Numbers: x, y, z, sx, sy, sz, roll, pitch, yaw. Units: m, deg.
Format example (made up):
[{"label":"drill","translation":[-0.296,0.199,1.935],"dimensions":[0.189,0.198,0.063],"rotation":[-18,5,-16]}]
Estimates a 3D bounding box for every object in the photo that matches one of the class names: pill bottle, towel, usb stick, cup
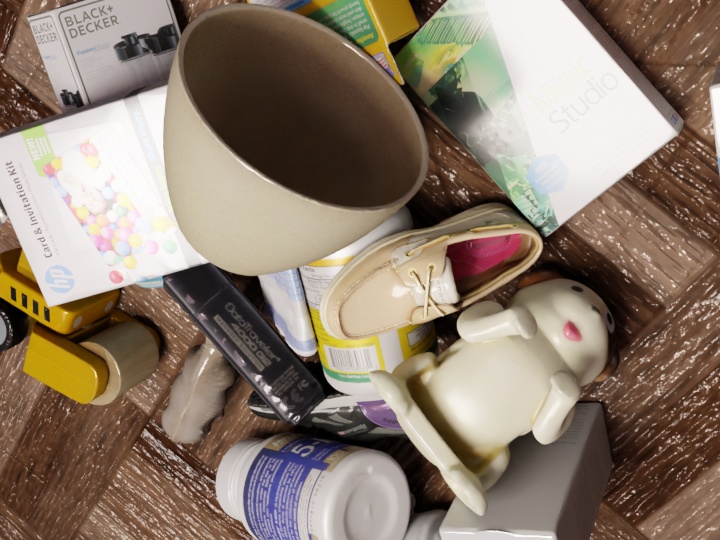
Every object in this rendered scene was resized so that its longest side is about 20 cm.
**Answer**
[{"label":"pill bottle","translation":[0.000,0.000,0.876],"dimensions":[0.112,0.113,0.202],"rotation":[-2,114,27]},{"label":"towel","translation":[-0.088,-0.028,0.904],"dimensions":[0.024,0.147,0.202],"rotation":[-18,109,-14]},{"label":"usb stick","translation":[-0.114,0.063,0.943],"dimensions":[0.200,0.055,0.033],"rotation":[47,165,8]},{"label":"pill bottle","translation":[-0.057,0.231,0.998],"dimensions":[0.199,0.119,0.121],"rotation":[1,117,46]},{"label":"cup","translation":[-0.069,-0.078,0.734],"dimensions":[0.200,0.200,0.143],"rotation":[41,130,2]}]

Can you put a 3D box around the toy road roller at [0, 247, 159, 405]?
[{"label":"toy road roller","translation":[-0.308,0.035,1.045],"dimensions":[0.199,0.123,0.147],"rotation":[29,113,11]}]

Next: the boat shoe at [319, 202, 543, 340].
[{"label":"boat shoe","translation":[0.062,0.003,0.801],"dimensions":[0.069,0.199,0.074],"rotation":[35,149,61]}]

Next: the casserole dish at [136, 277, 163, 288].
[{"label":"casserole dish","translation":[-0.223,-0.062,1.001],"dimensions":[0.120,0.039,0.202],"rotation":[-9,109,29]}]

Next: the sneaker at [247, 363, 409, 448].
[{"label":"sneaker","translation":[-0.023,0.148,0.989],"dimensions":[0.198,0.076,0.088],"rotation":[-7,117,29]}]

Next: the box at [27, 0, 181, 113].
[{"label":"box","translation":[-0.211,-0.154,0.894],"dimensions":[0.060,0.116,0.202],"rotation":[10,121,51]}]

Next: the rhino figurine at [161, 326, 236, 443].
[{"label":"rhino figurine","translation":[-0.157,0.104,1.021],"dimensions":[0.060,0.087,0.201],"rotation":[31,122,7]}]

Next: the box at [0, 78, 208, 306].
[{"label":"box","translation":[-0.207,-0.068,0.842],"dimensions":[0.198,0.041,0.157],"rotation":[-14,109,11]}]

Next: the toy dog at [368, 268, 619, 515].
[{"label":"toy dog","translation":[0.130,0.091,0.819],"dimensions":[0.200,0.194,0.140],"rotation":[-38,73,-5]}]

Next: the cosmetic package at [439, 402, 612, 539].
[{"label":"cosmetic package","translation":[0.151,0.194,0.845],"dimensions":[0.101,0.200,0.075],"rotation":[-5,113,29]}]

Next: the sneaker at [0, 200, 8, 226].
[{"label":"sneaker","translation":[-0.464,-0.110,1.088],"dimensions":[0.199,0.081,0.084],"rotation":[37,142,14]}]

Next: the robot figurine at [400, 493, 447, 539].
[{"label":"robot figurine","translation":[0.046,0.317,1.012],"dimensions":[0.199,0.113,0.171],"rotation":[-22,76,33]}]

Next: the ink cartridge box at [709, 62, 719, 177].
[{"label":"ink cartridge box","translation":[0.356,-0.098,0.678],"dimensions":[0.198,0.067,0.117],"rotation":[-4,113,28]}]

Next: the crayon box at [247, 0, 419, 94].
[{"label":"crayon box","translation":[-0.035,-0.236,0.797],"dimensions":[0.125,0.052,0.201],"rotation":[-12,109,45]}]

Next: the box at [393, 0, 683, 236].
[{"label":"box","translation":[0.138,-0.145,0.782],"dimensions":[0.200,0.036,0.144],"rotation":[48,125,0]}]
